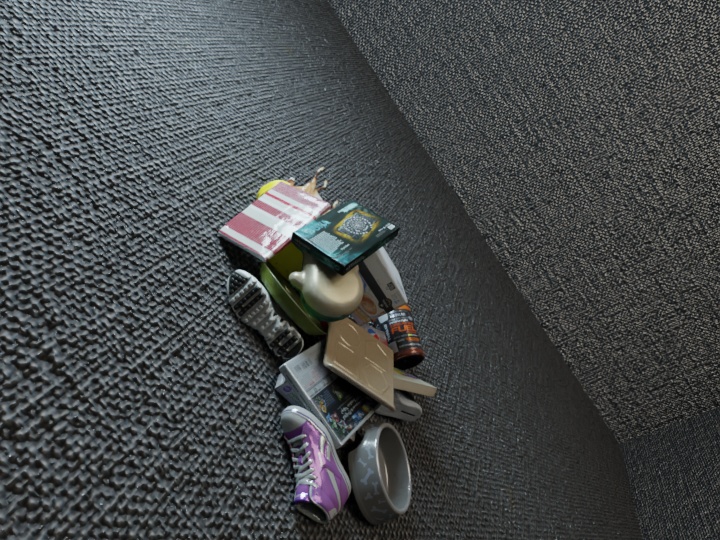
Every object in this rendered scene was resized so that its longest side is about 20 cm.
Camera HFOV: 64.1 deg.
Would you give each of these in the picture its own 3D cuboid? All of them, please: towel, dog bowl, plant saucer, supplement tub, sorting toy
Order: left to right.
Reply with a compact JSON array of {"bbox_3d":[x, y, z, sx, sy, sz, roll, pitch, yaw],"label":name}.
[{"bbox_3d":[-0.177,-0.104,1.196,0.200,0.144,0.023,-45,148,-32],"label":"towel"},{"bbox_3d":[-0.145,0.062,1.179,0.200,0.031,0.200,50,-2,2],"label":"plant saucer"},{"bbox_3d":[-0.003,0.185,1.204,0.185,0.036,0.200,38,24,-21],"label":"sorting toy"},{"bbox_3d":[0.044,0.399,1.153,0.200,0.058,0.201,53,27,-42],"label":"dog bowl"},{"bbox_3d":[0.093,0.155,1.520,0.107,0.107,0.201,25,40,-51],"label":"supplement tub"}]

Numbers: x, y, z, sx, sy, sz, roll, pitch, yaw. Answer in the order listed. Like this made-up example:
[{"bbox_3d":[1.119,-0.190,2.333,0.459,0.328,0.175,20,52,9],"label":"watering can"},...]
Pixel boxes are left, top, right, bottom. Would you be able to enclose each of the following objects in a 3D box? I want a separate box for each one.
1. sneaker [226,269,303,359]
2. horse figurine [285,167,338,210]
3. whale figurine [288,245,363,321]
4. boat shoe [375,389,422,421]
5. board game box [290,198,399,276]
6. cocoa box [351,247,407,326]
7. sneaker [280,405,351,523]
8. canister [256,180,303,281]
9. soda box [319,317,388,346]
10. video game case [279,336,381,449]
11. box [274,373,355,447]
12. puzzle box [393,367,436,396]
[{"bbox_3d":[-0.187,0.082,1.126,0.200,0.075,0.081,54,8,-12],"label":"sneaker"},{"bbox_3d":[-0.109,-0.182,1.543,0.133,0.050,0.200,-42,106,-39],"label":"horse figurine"},{"bbox_3d":[-0.079,0.014,1.175,0.159,0.104,0.201,-13,63,-31],"label":"whale figurine"},{"bbox_3d":[0.066,0.300,1.363,0.200,0.072,0.071,39,11,-40],"label":"boat shoe"},{"bbox_3d":[-0.028,-0.074,1.181,0.135,0.028,0.200,33,42,21],"label":"board game box"},{"bbox_3d":[0.000,0.000,1.318,0.200,0.131,0.134,57,12,-33],"label":"cocoa box"},{"bbox_3d":[-0.091,0.339,0.998,0.201,0.073,0.114,58,28,0],"label":"sneaker"},{"bbox_3d":[-0.164,-0.087,1.297,0.149,0.086,0.200,51,19,-43],"label":"canister"},{"bbox_3d":[-0.012,0.164,1.359,0.200,0.063,0.070,28,38,-50],"label":"soda box"},{"bbox_3d":[-0.052,0.229,1.132,0.182,0.023,0.200,53,26,6],"label":"video game case"},{"bbox_3d":[-0.085,0.271,1.125,0.200,0.039,0.042,48,25,-23],"label":"box"},{"bbox_3d":[0.077,0.252,1.363,0.133,0.026,0.200,20,-3,43],"label":"puzzle box"}]
